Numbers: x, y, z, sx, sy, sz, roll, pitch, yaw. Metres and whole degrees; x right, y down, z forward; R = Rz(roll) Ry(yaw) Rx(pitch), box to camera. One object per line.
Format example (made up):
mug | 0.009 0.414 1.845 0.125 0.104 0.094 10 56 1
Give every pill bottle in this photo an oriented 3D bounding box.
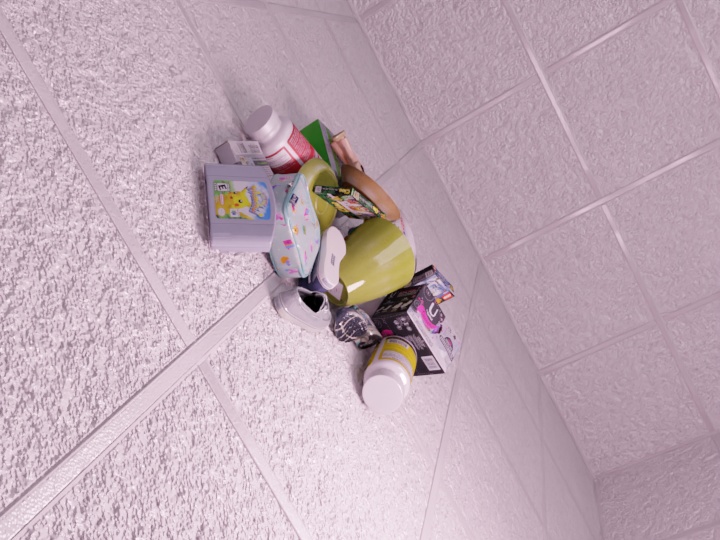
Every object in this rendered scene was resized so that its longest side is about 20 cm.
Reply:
pill bottle | -0.183 -0.290 1.725 0.200 0.111 0.114 47 24 -40
pill bottle | 0.067 0.244 1.705 0.116 0.113 0.200 59 20 -11

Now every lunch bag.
lunch bag | -0.143 -0.100 1.530 0.162 0.075 0.203 -69 154 -49

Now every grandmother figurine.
grandmother figurine | -0.015 -0.275 1.953 0.203 0.060 0.122 62 11 -13

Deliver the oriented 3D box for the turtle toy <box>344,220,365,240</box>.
turtle toy | 0.010 -0.068 1.964 0.201 0.099 0.149 -63 138 -65

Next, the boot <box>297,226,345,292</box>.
boot | -0.092 -0.018 1.636 0.073 0.089 0.202 49 28 -23

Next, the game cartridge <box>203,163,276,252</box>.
game cartridge | -0.229 -0.124 1.391 0.130 0.041 0.203 2 54 -22

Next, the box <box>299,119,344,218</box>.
box | -0.085 -0.278 1.996 0.176 0.095 0.203 35 34 -56

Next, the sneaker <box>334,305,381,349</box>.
sneaker | -0.021 0.121 1.714 0.087 0.077 0.200 63 8 29

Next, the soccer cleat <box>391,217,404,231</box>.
soccer cleat | 0.077 -0.101 1.914 0.086 0.067 0.203 75 18 -48

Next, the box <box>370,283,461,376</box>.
box | 0.144 0.151 1.826 0.202 0.131 0.115 56 47 -21

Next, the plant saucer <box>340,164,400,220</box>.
plant saucer | 0.017 -0.187 1.853 0.199 0.036 0.200 39 -11 9

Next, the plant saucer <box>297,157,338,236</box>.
plant saucer | -0.102 -0.164 1.731 0.199 0.030 0.205 -32 128 -55

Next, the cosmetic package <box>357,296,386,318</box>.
cosmetic package | 0.076 0.127 1.927 0.202 0.070 0.102 58 29 -19

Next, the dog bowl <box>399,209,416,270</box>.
dog bowl | 0.089 -0.072 2.076 0.200 0.077 0.205 165 -89 -76

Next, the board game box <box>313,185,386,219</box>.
board game box | -0.022 -0.159 1.740 0.199 0.103 0.024 29 73 -61

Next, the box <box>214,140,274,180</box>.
box | -0.226 -0.183 1.585 0.203 0.041 0.156 63 19 -1

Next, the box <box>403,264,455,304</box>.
box | 0.146 0.069 2.007 0.137 0.197 0.041 42 28 -48

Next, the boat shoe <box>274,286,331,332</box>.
boat shoe | -0.102 0.079 1.528 0.200 0.071 0.071 27 40 -61

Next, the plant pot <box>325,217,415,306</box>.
plant pot | 0.000 0.000 1.739 0.199 0.186 0.190 -34 97 -39
